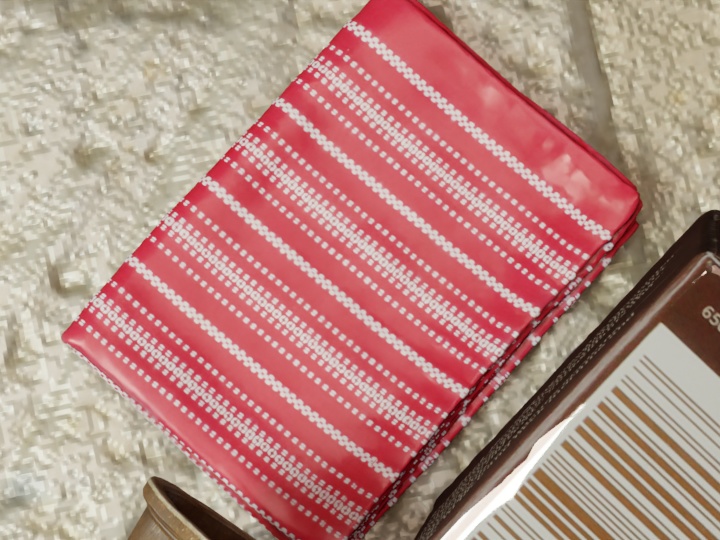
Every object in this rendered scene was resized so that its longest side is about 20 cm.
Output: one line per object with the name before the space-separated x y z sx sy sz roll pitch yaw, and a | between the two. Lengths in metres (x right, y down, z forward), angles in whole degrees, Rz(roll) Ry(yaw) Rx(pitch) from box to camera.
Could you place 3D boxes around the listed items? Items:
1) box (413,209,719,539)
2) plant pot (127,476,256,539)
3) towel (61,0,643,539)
box | 0.124 0.097 0.766 0.164 0.200 0.166 42 101 4
plant pot | -0.052 0.210 0.764 0.200 0.200 0.199 37 86 1
towel | 0.000 0.000 0.882 0.145 0.022 0.200 42 79 3
